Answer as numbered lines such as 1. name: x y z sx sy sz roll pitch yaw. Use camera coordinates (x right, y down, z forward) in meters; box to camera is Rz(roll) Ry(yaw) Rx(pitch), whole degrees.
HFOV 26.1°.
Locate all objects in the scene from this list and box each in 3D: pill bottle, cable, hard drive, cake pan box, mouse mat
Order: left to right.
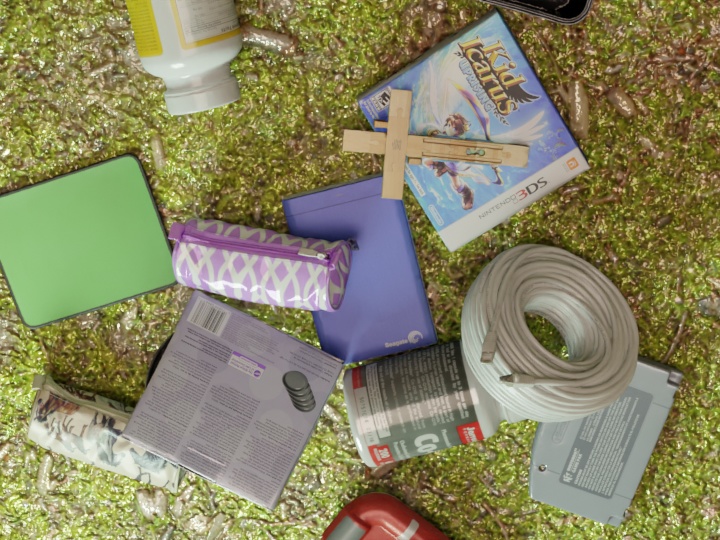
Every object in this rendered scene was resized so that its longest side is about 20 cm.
1. mouse mat: -0.318 -0.032 1.760 0.198 0.008 0.162 -16 103 8
2. pill bottle: -0.188 -0.272 1.635 0.111 0.112 0.202 -11 104 6
3. cake pan box: -0.144 0.143 1.725 0.199 0.052 0.185 25 79 1
4. hard drive: 0.000 0.000 1.742 0.131 0.025 0.202 -13 104 6
5. pill bottle: 0.089 0.141 1.730 0.198 0.114 0.115 -15 104 7
6. cable: 0.204 0.069 1.668 0.199 0.201 0.069 18 141 -18

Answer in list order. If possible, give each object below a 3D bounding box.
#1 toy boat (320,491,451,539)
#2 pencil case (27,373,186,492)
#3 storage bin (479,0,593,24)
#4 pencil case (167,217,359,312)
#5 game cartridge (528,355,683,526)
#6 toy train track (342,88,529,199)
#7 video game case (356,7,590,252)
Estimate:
1. toy boat: 0.046 0.356 1.779 0.199 0.131 0.131 37 102 -7
2. pencil case: -0.287 0.183 1.778 0.199 0.078 0.090 20 122 -2
3. storage bin: 0.192 -0.368 1.601 0.134 0.094 0.202 15 106 -1
4. pencil case: -0.106 -0.007 1.696 0.198 0.086 0.085 7 70 15
5. game cartridge: 0.271 0.183 1.773 0.132 0.041 0.201 19 105 -6
6. toy train track: 0.079 -0.132 1.657 0.198 0.033 0.116 5 99 -3
7. video game case: 0.123 -0.151 1.686 0.181 0.045 0.201 -31 101 10
